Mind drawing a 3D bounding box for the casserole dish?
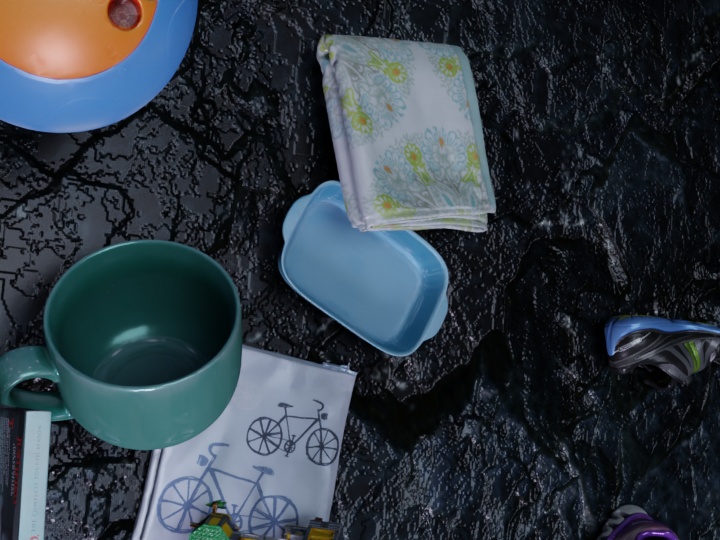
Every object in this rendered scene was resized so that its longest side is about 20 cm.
[{"bbox_3d":[0.000,0.000,1.010,0.199,0.039,0.122,35,70,-22],"label":"casserole dish"}]

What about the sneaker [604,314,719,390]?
[{"bbox_3d":[0.364,0.098,1.199,0.198,0.071,0.084,6,88,-24],"label":"sneaker"}]

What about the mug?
[{"bbox_3d":[-0.188,0.066,0.843,0.183,0.115,0.153,6,49,0],"label":"mug"}]

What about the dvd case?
[{"bbox_3d":[-0.270,0.169,0.748,0.022,0.199,0.147,6,82,-34],"label":"dvd case"}]

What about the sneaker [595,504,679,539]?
[{"bbox_3d":[0.275,0.338,1.114,0.200,0.088,0.081,-43,108,-24],"label":"sneaker"}]

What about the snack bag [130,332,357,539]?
[{"bbox_3d":[-0.102,0.166,0.949,0.187,0.021,0.202,17,79,-29],"label":"snack bag"}]

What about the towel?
[{"bbox_3d":[0.049,-0.134,1.022,0.170,0.048,0.202,-3,77,-38],"label":"towel"}]

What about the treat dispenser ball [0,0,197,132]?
[{"bbox_3d":[-0.215,-0.199,0.732,0.199,0.200,0.203,3,85,-29],"label":"treat dispenser ball"}]

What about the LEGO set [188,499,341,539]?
[{"bbox_3d":[-0.085,0.295,0.906,0.152,0.116,0.202,-2,92,3],"label":"LEGO set"}]
